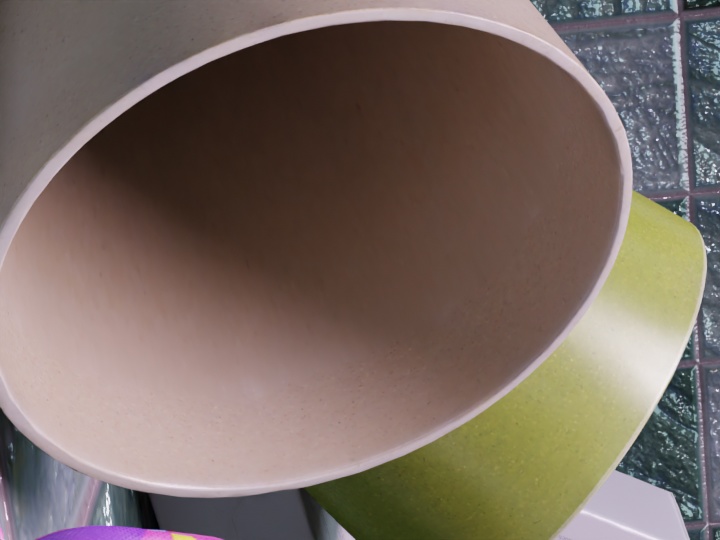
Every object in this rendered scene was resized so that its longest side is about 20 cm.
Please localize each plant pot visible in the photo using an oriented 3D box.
[{"bbox_3d":[-0.040,-0.068,0.631,0.188,0.186,0.201,82,-11,-49],"label":"plant pot"},{"bbox_3d":[0.000,0.000,0.821,0.187,0.199,0.187,-51,-167,17],"label":"plant pot"}]

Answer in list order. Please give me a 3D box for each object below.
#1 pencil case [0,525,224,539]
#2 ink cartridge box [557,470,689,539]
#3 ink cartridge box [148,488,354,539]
[{"bbox_3d":[-0.061,0.159,0.491,0.089,0.088,0.201,80,3,-64],"label":"pencil case"},{"bbox_3d":[0.060,0.188,1.048,0.088,0.144,0.201,-89,-160,-75],"label":"ink cartridge box"},{"bbox_3d":[-0.041,0.096,0.972,0.200,0.067,0.118,-76,151,-72],"label":"ink cartridge box"}]
